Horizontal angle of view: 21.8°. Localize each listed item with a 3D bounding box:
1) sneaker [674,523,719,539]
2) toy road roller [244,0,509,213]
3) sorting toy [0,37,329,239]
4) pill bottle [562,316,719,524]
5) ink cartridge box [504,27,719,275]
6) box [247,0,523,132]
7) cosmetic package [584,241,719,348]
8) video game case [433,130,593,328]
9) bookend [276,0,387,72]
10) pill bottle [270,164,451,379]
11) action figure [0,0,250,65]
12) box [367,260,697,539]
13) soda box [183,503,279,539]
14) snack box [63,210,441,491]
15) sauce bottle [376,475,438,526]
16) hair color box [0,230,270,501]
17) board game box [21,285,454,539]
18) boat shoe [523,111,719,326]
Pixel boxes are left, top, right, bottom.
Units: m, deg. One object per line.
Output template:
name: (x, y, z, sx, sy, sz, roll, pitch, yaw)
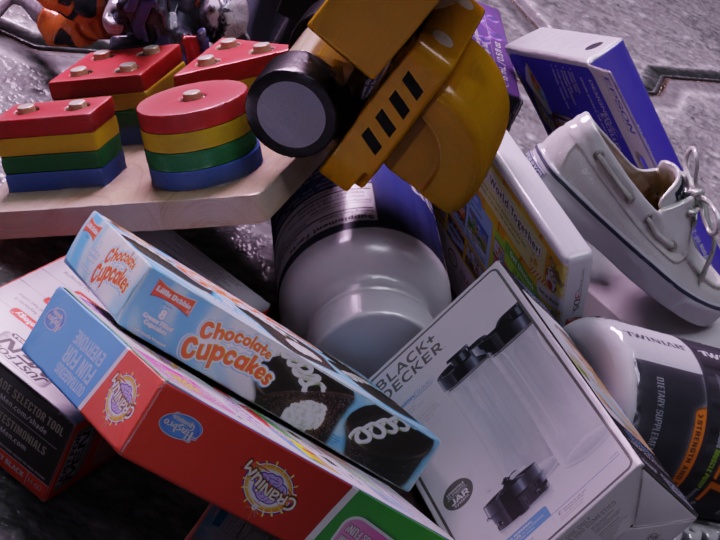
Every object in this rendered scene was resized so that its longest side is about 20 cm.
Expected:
sneaker: (0.145, 0.167, 1.114, 0.198, 0.076, 0.081, 6, 27, -32)
toy road roller: (0.040, -0.129, 1.099, 0.145, 0.200, 0.123, 36, 33, -5)
sorting toy: (-0.122, -0.093, 1.184, 0.197, 0.070, 0.200, -3, 22, 20)
pill bottle: (0.205, 0.098, 1.141, 0.199, 0.107, 0.107, 14, 32, -32)
ink cartridge box: (0.198, -0.080, 1.367, 0.199, 0.043, 0.200, 61, -8, -19)
box: (0.010, -0.160, 1.457, 0.198, 0.105, 0.149, 17, 33, -17)
cosmetic package: (0.180, 0.043, 1.306, 0.200, 0.085, 0.107, 45, 34, 25)
video game case: (0.090, -0.005, 1.218, 0.023, 0.183, 0.201, -13, 45, -17)
bookend: (-0.032, -0.247, 1.340, 0.199, 0.093, 0.199, 25, 24, -3)
pill bottle: (0.000, 0.000, 1.203, 0.110, 0.112, 0.201, 16, 33, -18)
action figure: (-0.167, -0.197, 1.293, 0.191, 0.200, 0.106, 11, 66, -2)
box: (0.087, 0.098, 1.037, 0.060, 0.117, 0.200, 41, 12, -36)
soda box: (-0.087, 0.190, 0.893, 0.063, 0.069, 0.200, 31, 30, 3)
snack box: (-0.060, 0.044, 1.011, 0.199, 0.037, 0.116, 33, 1, -28)
sauce bottle: (0.020, 0.164, 1.023, 0.065, 0.066, 0.201, 14, 29, -21)
hair color box: (-0.149, 0.044, 1.071, 0.101, 0.062, 0.200, 36, 31, 15)
board game box: (-0.061, 0.090, 0.947, 0.199, 0.041, 0.153, 33, -1, -32)
boat shoe: (0.195, -0.042, 1.223, 0.202, 0.086, 0.075, 37, 19, -31)
